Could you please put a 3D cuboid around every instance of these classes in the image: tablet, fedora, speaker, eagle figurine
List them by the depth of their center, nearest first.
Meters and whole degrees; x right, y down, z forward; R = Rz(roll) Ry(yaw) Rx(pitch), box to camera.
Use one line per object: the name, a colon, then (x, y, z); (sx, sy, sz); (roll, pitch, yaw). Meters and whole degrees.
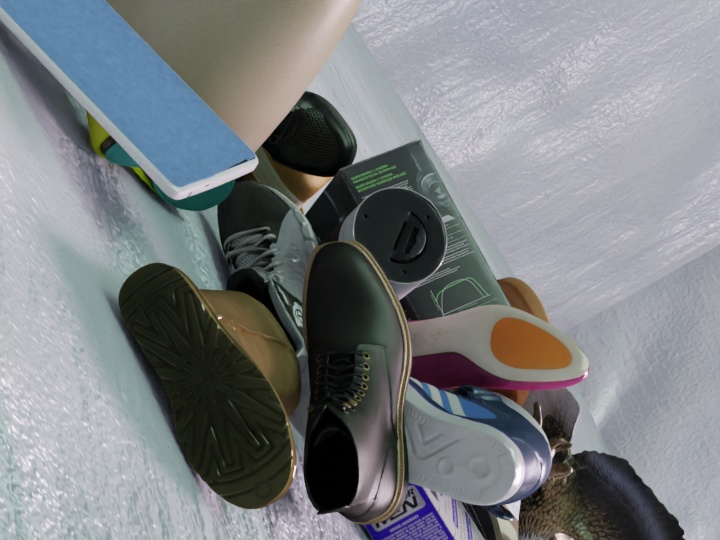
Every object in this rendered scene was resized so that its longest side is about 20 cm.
tablet: (-0.164, -0.130, 1.275); (0.200, 0.014, 0.130); (45, 25, 7)
speaker: (0.000, 0.000, 1.534); (0.081, 0.081, 0.200); (61, -25, 5)
eagle figurine: (0.173, 0.211, 1.596); (0.200, 0.151, 0.152); (43, 12, -30)
fedora: (-0.073, -0.121, 1.824); (0.201, 0.082, 0.201); (58, 9, -14)

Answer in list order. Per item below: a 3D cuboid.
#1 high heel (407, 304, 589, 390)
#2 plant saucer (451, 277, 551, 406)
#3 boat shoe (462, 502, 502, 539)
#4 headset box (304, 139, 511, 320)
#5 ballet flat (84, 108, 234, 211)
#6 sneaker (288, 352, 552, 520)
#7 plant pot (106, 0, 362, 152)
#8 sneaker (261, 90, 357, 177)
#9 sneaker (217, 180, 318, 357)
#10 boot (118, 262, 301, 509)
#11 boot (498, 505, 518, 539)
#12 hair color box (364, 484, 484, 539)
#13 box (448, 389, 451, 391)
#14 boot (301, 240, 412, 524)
high heel: (0.081, 0.077, 1.486); (0.096, 0.199, 0.068); (84, 14, -54)
plant saucer: (0.128, 0.107, 1.724); (0.200, 0.037, 0.201); (178, -90, -70)
boat shoe: (0.050, 0.178, 1.627); (0.201, 0.072, 0.066); (61, 29, 4)
headset box: (0.027, 0.003, 1.706); (0.201, 0.093, 0.174); (61, -28, 12)
ballet flat: (-0.147, -0.099, 1.374); (0.067, 0.067, 0.200); (61, 10, 18)
sneaker: (0.048, 0.117, 1.415); (0.199, 0.081, 0.146); (22, 7, 17)
plant pot: (-0.082, -0.219, 1.511); (0.187, 0.200, 0.188); (36, 33, -28)
sneaker: (-0.098, -0.147, 1.683); (0.199, 0.076, 0.114); (40, 21, 8)
sneaker: (-0.075, -0.001, 1.451); (0.200, 0.075, 0.115); (63, 13, 26)
boot: (-0.072, 0.076, 1.227); (0.176, 0.066, 0.200); (63, 7, 14)
boot: (0.095, 0.222, 1.773); (0.146, 0.070, 0.200); (46, 15, -39)
hair color box: (0.068, 0.237, 1.528); (0.200, 0.065, 0.109); (60, 9, -12)
box: (0.114, 0.115, 2.025); (0.200, 0.123, 0.198); (59, 10, -7)
boot: (-0.010, 0.072, 1.283); (0.138, 0.077, 0.201); (28, 50, -76)
